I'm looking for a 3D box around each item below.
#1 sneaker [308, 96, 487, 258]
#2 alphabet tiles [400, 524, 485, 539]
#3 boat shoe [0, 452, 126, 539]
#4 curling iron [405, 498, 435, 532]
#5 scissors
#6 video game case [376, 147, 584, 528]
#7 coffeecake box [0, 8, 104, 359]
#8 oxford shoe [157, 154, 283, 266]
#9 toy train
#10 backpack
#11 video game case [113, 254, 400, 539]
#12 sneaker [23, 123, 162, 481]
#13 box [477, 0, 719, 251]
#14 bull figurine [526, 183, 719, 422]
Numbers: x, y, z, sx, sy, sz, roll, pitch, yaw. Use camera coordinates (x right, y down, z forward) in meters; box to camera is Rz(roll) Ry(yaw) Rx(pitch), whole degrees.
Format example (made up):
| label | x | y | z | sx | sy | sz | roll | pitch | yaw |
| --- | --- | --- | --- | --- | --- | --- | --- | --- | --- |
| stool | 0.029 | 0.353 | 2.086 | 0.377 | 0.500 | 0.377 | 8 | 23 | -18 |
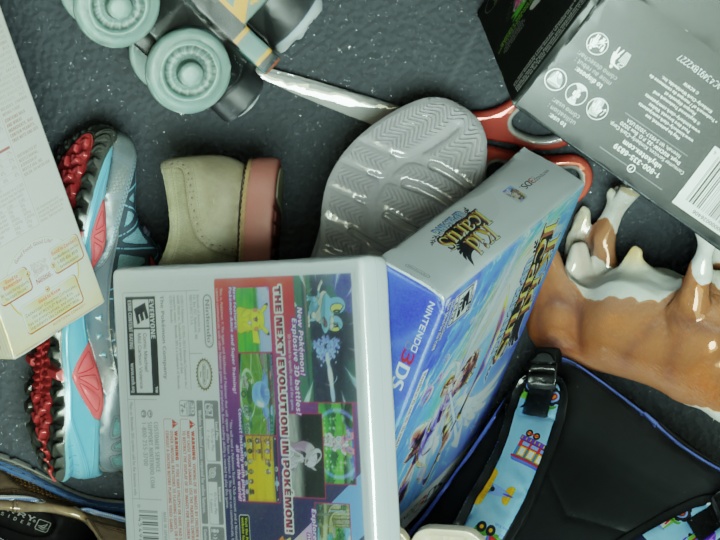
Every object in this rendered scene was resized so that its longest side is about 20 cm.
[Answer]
| label | x | y | z | sx | sy | sz | roll | pitch | yaw |
| --- | --- | --- | --- | --- | --- | --- | --- | --- | --- |
| sneaker | 0.000 | 0.000 | 1.307 | 0.077 | 0.112 | 0.201 | 32 | 77 | 3 |
| alphabet tiles | 0.016 | 0.215 | 1.221 | 0.199 | 0.015 | 0.197 | 1 | 113 | 18 |
| boat shoe | -0.151 | 0.170 | 1.357 | 0.199 | 0.072 | 0.073 | 19 | 106 | -9 |
| curling iron | -0.021 | 0.102 | 1.342 | 0.200 | 0.050 | 0.026 | 34 | 136 | -25 |
| scissors | 0.034 | -0.074 | 1.318 | 0.199 | 0.014 | 0.074 | 3 | 110 | -5 |
| video game case | 0.036 | 0.054 | 1.252 | 0.045 | 0.181 | 0.201 | 29 | 121 | 14 |
| coffeecake box | -0.238 | -0.059 | 1.238 | 0.153 | 0.073 | 0.201 | -1 | 114 | 42 |
| oxford shoe | -0.087 | 0.036 | 1.275 | 0.074 | 0.070 | 0.201 | 7 | 89 | 2 |
| toy train | -0.110 | -0.171 | 1.242 | 0.200 | 0.085 | 0.114 | 43 | 92 | -20 |
| backpack | 0.116 | 0.175 | 1.295 | 0.182 | 0.135 | 0.200 | 35 | 83 | 30 |
| video game case | -0.053 | 0.095 | 1.183 | 0.182 | 0.023 | 0.201 | -2 | 90 | 43 |
| sneaker | -0.135 | 0.016 | 1.320 | 0.095 | 0.079 | 0.201 | -2 | 107 | -28 |
| box | 0.158 | -0.118 | 1.212 | 0.148 | 0.200 | 0.125 | 34 | 105 | -13 |
| bull figurine | 0.169 | 0.021 | 1.282 | 0.199 | 0.065 | 0.122 | 12 | 110 | 39 |
